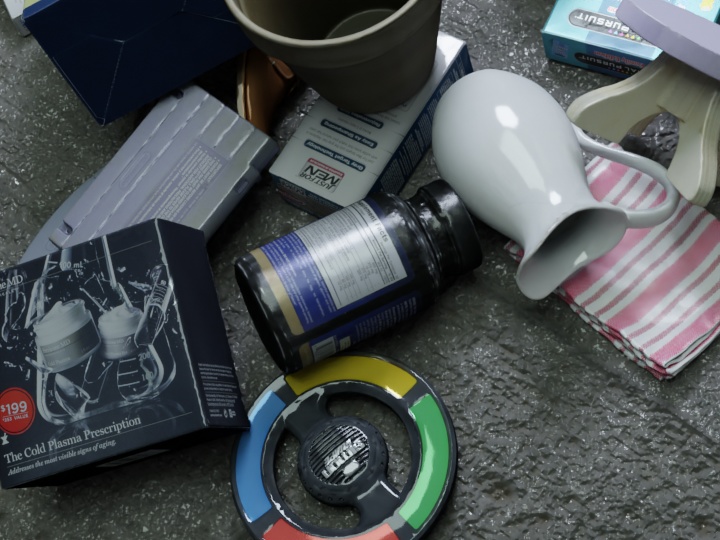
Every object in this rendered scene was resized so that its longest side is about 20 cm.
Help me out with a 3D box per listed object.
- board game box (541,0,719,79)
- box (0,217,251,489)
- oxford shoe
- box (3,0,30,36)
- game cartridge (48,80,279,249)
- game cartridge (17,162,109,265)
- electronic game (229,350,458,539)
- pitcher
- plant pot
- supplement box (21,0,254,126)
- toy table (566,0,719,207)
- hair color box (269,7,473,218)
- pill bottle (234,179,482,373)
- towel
[{"bbox_3d":[0.277,-0.273,1.532,0.150,0.047,0.201,18,70,20],"label":"board game box"},{"bbox_3d":[-0.220,0.074,1.399,0.199,0.104,0.183,-18,79,15],"label":"box"},{"bbox_3d":[-0.081,-0.197,1.570,0.071,0.071,0.201,6,66,5],"label":"oxford shoe"},{"bbox_3d":[-0.297,-0.351,1.716,0.199,0.036,0.145,-28,61,-3],"label":"box"},{"bbox_3d":[-0.179,-0.069,1.500,0.129,0.038,0.200,37,84,22],"label":"game cartridge"},{"bbox_3d":[-0.243,-0.011,1.532,0.133,0.041,0.200,31,74,21],"label":"game cartridge"},{"bbox_3d":[-0.015,0.162,1.386,0.199,0.042,0.201,-5,62,10],"label":"electronic game"},{"bbox_3d":[0.165,-0.090,1.418,0.171,0.122,0.200,-20,52,-15],"label":"pitcher"},{"bbox_3d":[-0.008,-0.232,1.438,0.199,0.174,0.201,-6,62,11],"label":"plant pot"},{"bbox_3d":[-0.198,-0.279,1.546,0.199,0.135,0.200,-26,36,11],"label":"supplement box"},{"bbox_3d":[0.279,-0.144,1.382,0.118,0.199,0.184,-60,17,21],"label":"toy table"},{"bbox_3d":[0.013,-0.138,1.520,0.100,0.061,0.201,26,72,24],"label":"hair color box"},{"bbox_3d":[0.000,0.000,1.416,0.199,0.112,0.112,-25,60,-10],"label":"pill bottle"},{"bbox_3d":[0.242,-0.013,1.420,0.146,0.030,0.200,-43,62,-11],"label":"towel"}]
